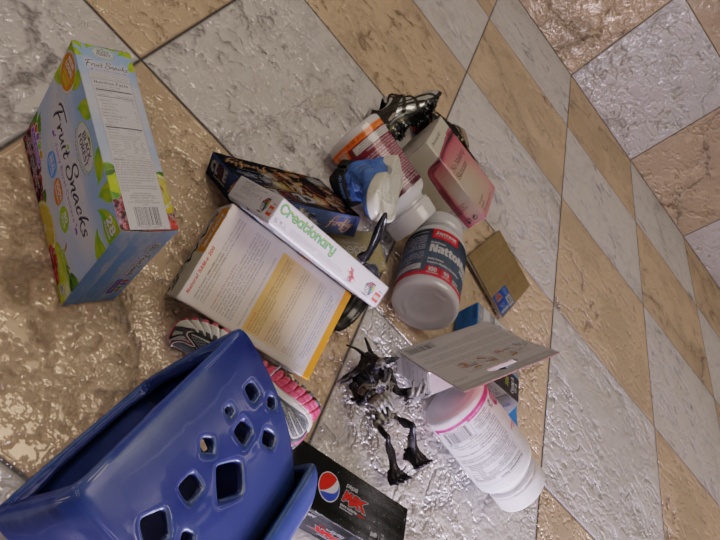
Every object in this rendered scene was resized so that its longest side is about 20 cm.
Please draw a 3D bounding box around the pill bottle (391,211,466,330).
[{"bbox_3d":[0.129,-0.008,1.019,0.119,0.118,0.203,40,42,-21],"label":"pill bottle"}]

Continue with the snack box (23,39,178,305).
[{"bbox_3d":[-0.275,-0.094,0.590,0.067,0.167,0.206,-6,71,-49],"label":"snack box"}]

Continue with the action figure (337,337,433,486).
[{"bbox_3d":[0.044,0.189,0.817,0.116,0.101,0.206,-14,78,-38],"label":"action figure"}]

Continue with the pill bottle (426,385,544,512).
[{"bbox_3d":[0.205,0.280,0.923,0.202,0.112,0.114,52,39,-10],"label":"pill bottle"}]

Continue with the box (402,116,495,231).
[{"bbox_3d":[0.176,-0.191,1.192,0.201,0.108,0.129,47,40,-15],"label":"box"}]

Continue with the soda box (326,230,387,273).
[{"bbox_3d":[-0.049,-0.021,0.875,0.196,0.063,0.070,2,64,-46],"label":"soda box"}]

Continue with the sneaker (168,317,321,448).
[{"bbox_3d":[-0.139,0.126,0.650,0.197,0.081,0.075,35,68,6],"label":"sneaker"}]

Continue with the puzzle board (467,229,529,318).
[{"bbox_3d":[0.313,0.005,1.294,0.198,0.017,0.154,-31,92,-51],"label":"puzzle board"}]

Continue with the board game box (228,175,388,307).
[{"bbox_3d":[-0.063,-0.034,0.711,0.199,0.125,0.035,40,85,-39],"label":"board game box"}]

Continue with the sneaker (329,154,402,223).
[{"bbox_3d":[0.001,-0.123,0.881,0.202,0.107,0.079,-71,151,-59],"label":"sneaker"}]

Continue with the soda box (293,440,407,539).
[{"bbox_3d":[-0.031,0.288,0.700,0.199,0.063,0.072,41,41,-23],"label":"soda box"}]

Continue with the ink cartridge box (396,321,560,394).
[{"bbox_3d":[0.181,0.146,0.895,0.194,0.175,0.046,-13,109,-27],"label":"ink cartridge box"}]

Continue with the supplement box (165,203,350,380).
[{"bbox_3d":[-0.124,0.030,0.717,0.198,0.073,0.129,38,72,-25],"label":"supplement box"}]

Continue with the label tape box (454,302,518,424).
[{"bbox_3d":[0.259,0.181,1.084,0.198,0.065,0.146,38,43,-22],"label":"label tape box"}]

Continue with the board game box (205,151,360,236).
[{"bbox_3d":[-0.109,-0.108,0.831,0.196,0.035,0.135,6,29,-44],"label":"board game box"}]

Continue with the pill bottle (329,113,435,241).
[{"bbox_3d":[0.042,-0.163,1.025,0.202,0.113,0.114,54,39,-6],"label":"pill bottle"}]

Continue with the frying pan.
[{"bbox_3d":[-0.011,0.011,0.828,0.030,0.194,0.114,31,53,25],"label":"frying pan"}]

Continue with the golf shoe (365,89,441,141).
[{"bbox_3d":[0.093,-0.343,1.193,0.095,0.078,0.199,45,58,8],"label":"golf shoe"}]

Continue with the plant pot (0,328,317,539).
[{"bbox_3d":[-0.164,0.203,0.510,0.183,0.197,0.200,57,38,-11],"label":"plant pot"}]

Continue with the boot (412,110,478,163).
[{"bbox_3d":[0.193,-0.283,1.297,0.148,0.072,0.206,26,46,-36],"label":"boot"}]
